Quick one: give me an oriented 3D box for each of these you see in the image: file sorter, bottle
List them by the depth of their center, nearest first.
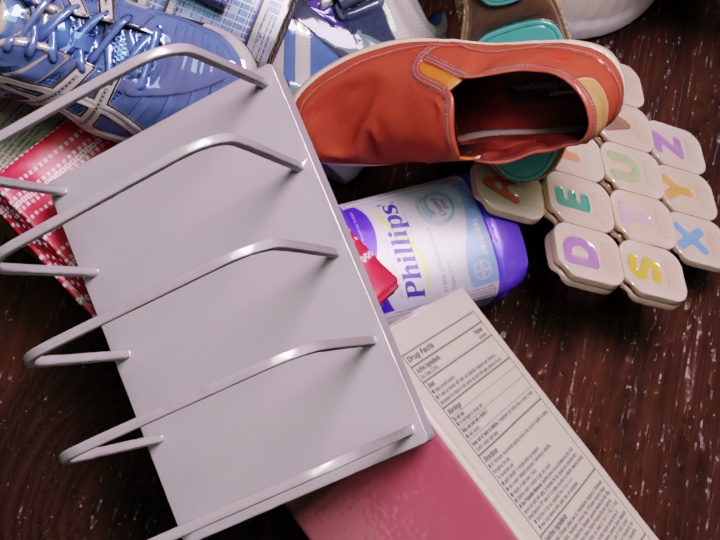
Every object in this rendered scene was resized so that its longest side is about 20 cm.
[{"bbox_3d":[-0.079,0.015,0.561,0.138,0.124,0.201,-25,81,14],"label":"file sorter"},{"bbox_3d":[0.000,0.000,0.745,0.199,0.065,0.084,-14,76,-18],"label":"bottle"}]

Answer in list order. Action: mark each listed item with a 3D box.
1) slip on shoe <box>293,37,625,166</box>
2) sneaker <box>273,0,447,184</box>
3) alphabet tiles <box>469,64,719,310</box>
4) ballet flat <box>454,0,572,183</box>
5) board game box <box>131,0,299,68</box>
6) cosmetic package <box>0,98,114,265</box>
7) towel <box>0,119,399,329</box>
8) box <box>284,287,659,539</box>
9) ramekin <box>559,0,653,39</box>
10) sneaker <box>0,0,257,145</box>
[{"bbox_3d":[0.047,-0.091,0.691,0.199,0.074,0.061,-2,27,21],"label":"slip on shoe"},{"bbox_3d":[-0.041,-0.166,0.767,0.200,0.081,0.147,36,86,-9],"label":"sneaker"},{"bbox_3d":[0.155,-0.068,0.797,0.195,0.015,0.201,13,53,-22],"label":"alphabet tiles"},{"bbox_3d":[0.087,-0.153,0.722,0.070,0.065,0.201,-7,112,8],"label":"ballet flat"},{"bbox_3d":[-0.067,-0.213,0.695,0.199,0.062,0.201,21,78,-4],"label":"board game box"},{"bbox_3d":[-0.201,-0.084,0.723,0.200,0.071,0.105,38,68,1],"label":"cosmetic package"},{"bbox_3d":[-0.090,-0.018,0.676,0.200,0.022,0.145,46,67,5],"label":"towel"},{"bbox_3d":[0.056,0.129,0.664,0.200,0.109,0.128,52,28,8],"label":"box"},{"bbox_3d":[0.146,-0.273,0.859,0.199,0.098,0.202,4,71,-12],"label":"ramekin"},{"bbox_3d":[-0.153,-0.111,0.635,0.199,0.077,0.076,9,88,5],"label":"sneaker"}]
